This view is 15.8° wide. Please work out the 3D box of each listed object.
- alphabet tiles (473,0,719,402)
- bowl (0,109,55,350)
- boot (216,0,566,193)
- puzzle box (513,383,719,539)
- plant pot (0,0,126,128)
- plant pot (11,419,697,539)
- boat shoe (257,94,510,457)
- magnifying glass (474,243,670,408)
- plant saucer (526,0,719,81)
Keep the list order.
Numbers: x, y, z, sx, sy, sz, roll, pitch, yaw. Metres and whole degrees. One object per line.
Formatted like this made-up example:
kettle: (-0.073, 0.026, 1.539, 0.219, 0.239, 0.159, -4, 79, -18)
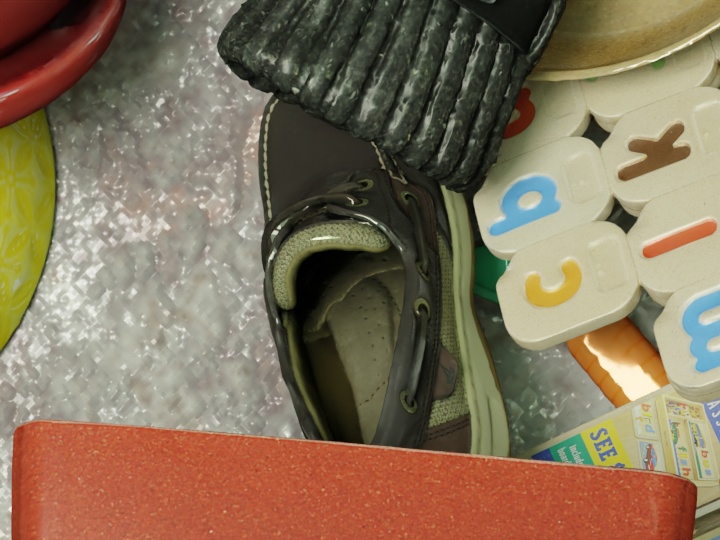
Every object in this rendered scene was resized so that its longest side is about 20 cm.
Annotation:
alphabet tiles: (0.132, -0.050, 0.895, 0.195, 0.015, 0.201, -22, 51, 12)
bowl: (-0.229, -0.033, 0.996, 0.199, 0.108, 0.201, -1, 86, 16)
boot: (-0.012, -0.140, 0.874, 0.211, 0.079, 0.158, 34, 98, 2)
puzzle box: (0.124, 0.143, 0.912, 0.133, 0.025, 0.201, -27, 82, 21)
plant pot: (-0.170, -0.152, 0.898, 0.200, 0.201, 0.183, 18, 133, 16)
plant pot: (-0.011, 0.172, 0.787, 0.199, 0.200, 0.177, 5, 62, -1)
boat shoe: (0.000, 0.000, 0.902, 0.073, 0.065, 0.200, -34, 50, 17)
magnifying glass: (0.070, 0.003, 0.954, 0.080, 0.022, 0.200, -42, 77, 9)
plant saucer: (0.087, -0.159, 0.936, 0.199, 0.035, 0.201, -7, 72, 23)
